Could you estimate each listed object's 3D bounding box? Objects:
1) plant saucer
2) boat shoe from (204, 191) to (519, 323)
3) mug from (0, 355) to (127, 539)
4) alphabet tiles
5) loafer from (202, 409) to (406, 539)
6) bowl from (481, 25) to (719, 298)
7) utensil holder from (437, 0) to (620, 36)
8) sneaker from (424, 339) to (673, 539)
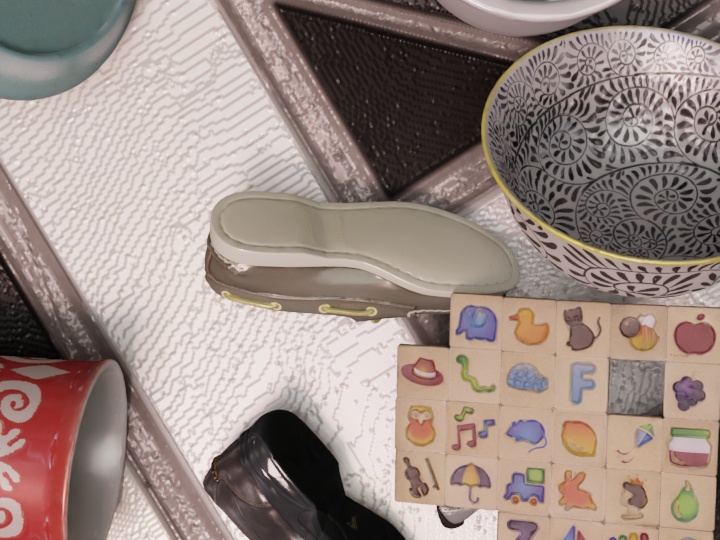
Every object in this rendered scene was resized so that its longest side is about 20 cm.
[{"bbox_3d":[-0.204,-0.204,0.938,0.027,0.199,0.203,-1,95,43],"label":"plant saucer"},{"bbox_3d":[0.000,-0.002,0.997,0.199,0.073,0.061,8,135,-10],"label":"boat shoe"},{"bbox_3d":[-0.262,0.132,0.985,0.197,0.133,0.180,7,93,5],"label":"mug"},{"bbox_3d":[0.117,0.101,0.956,0.198,0.008,0.169,3,98,15],"label":"alphabet tiles"},{"bbox_3d":[-0.021,0.185,1.015,0.072,0.073,0.201,-35,92,28],"label":"loafer"},{"bbox_3d":[0.170,-0.048,0.953,0.198,0.095,0.202,0,49,0],"label":"bowl"},{"bbox_3d":[0.098,-0.222,0.907,0.168,0.200,0.172,0,94,2],"label":"utensil holder"},{"bbox_3d":[0.111,0.140,1.003,0.116,0.075,0.200,-45,84,12],"label":"sneaker"}]
